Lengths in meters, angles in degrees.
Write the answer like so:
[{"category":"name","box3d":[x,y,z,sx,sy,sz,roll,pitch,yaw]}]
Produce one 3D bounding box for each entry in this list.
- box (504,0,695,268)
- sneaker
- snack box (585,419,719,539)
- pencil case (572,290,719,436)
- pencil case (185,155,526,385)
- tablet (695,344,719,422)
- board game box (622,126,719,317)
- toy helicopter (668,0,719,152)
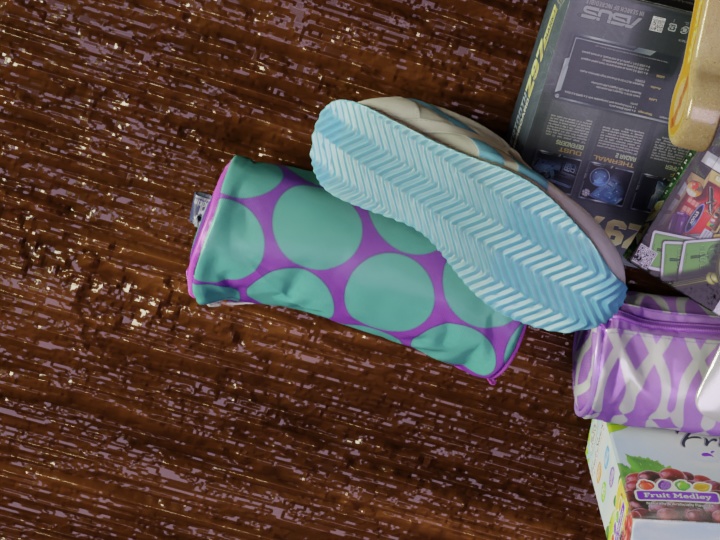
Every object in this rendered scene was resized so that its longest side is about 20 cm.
[{"category":"box","box3d":[0.188,-0.075,1.246,0.200,0.051,0.158,11,113,-8]},{"category":"sneaker","box3d":[0.070,-0.039,1.189,0.200,0.081,0.077,36,119,27]},{"category":"snack box","box3d":[0.244,0.133,1.298,0.200,0.142,0.053,4,116,-6]},{"category":"pencil case","box3d":[0.222,0.055,1.290,0.200,0.084,0.086,2,150,-5]},{"category":"pencil case","box3d":[0.000,0.000,1.255,0.200,0.085,0.093,16,114,-11]},{"category":"tablet","box3d":[0.284,0.012,1.237,0.130,0.014,0.200,23,98,-15]},{"category":"board game box","box3d":[0.240,-0.065,1.197,0.105,0.023,0.200,30,98,-9]},{"category":"toy helicopter","box3d":[0.193,-0.161,1.136,0.079,0.132,0.200,10,93,-8]}]
